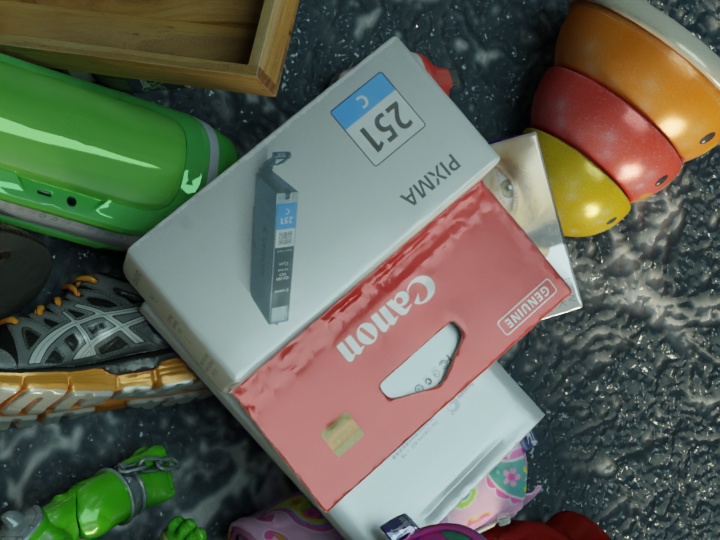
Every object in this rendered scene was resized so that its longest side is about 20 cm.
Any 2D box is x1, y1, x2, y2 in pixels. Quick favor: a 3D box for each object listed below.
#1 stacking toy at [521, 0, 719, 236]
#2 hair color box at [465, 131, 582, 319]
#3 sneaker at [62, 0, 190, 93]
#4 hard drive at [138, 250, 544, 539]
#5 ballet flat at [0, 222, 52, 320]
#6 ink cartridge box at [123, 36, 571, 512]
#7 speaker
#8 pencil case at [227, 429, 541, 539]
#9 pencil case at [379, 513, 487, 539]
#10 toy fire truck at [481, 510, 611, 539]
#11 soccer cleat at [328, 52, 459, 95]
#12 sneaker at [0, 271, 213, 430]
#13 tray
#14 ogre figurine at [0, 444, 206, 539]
[{"bbox_3d":[0.148,-0.072,1.186,0.146,0.146,0.201,37,88,-22],"label":"stacking toy"},{"bbox_3d":[0.021,-0.004,1.072,0.198,0.065,0.111,-16,92,-3],"label":"hair color box"},{"bbox_3d":[-0.091,-0.186,1.045,0.202,0.089,0.067,-62,146,-15],"label":"sneaker"},{"bbox_3d":[-0.009,0.052,1.010,0.132,0.025,0.200,-42,90,-17],"label":"hard drive"},{"bbox_3d":[-0.250,-0.003,0.954,0.199,0.046,0.068,-4,123,-48],"label":"ballet flat"},{"bbox_3d":[0.000,0.000,0.987,0.200,0.045,0.177,-40,88,-17],"label":"ink cartridge box"},{"bbox_3d":[-0.171,-0.067,1.003,0.198,0.088,0.089,17,78,-28],"label":"speaker"},{"bbox_3d":[0.015,0.149,1.095,0.199,0.087,0.088,-25,99,-29],"label":"pencil case"},{"bbox_3d":[0.057,0.220,0.992,0.089,0.088,0.201,-48,140,-24],"label":"pencil case"},{"bbox_3d":[0.158,0.242,1.123,0.112,0.167,0.201,-37,104,-27],"label":"toy fire truck"},{"bbox_3d":[0.031,-0.038,1.133,0.084,0.069,0.202,-9,88,-21],"label":"soccer cleat"},{"bbox_3d":[-0.161,0.041,1.014,0.198,0.078,0.078,-5,75,-34],"label":"sneaker"},{"bbox_3d":[-0.130,-0.158,0.985,0.037,0.198,0.100,43,58,-68],"label":"tray"},{"bbox_3d":[-0.150,0.205,0.995,0.119,0.098,0.202,3,105,-46],"label":"ogre figurine"}]
